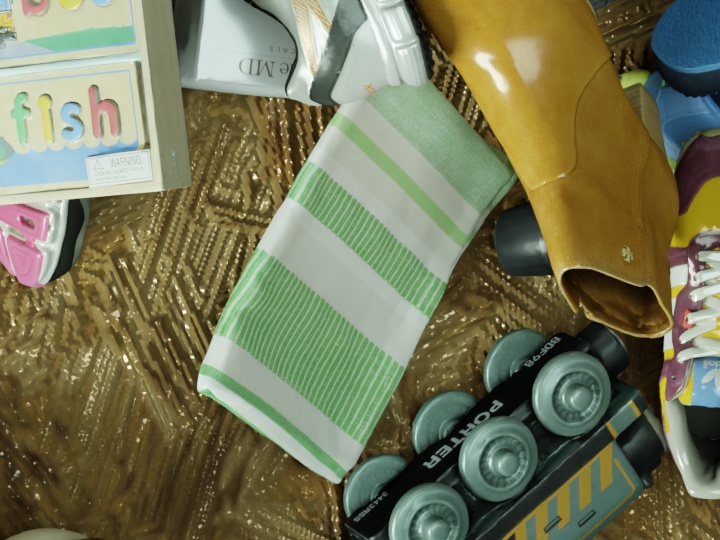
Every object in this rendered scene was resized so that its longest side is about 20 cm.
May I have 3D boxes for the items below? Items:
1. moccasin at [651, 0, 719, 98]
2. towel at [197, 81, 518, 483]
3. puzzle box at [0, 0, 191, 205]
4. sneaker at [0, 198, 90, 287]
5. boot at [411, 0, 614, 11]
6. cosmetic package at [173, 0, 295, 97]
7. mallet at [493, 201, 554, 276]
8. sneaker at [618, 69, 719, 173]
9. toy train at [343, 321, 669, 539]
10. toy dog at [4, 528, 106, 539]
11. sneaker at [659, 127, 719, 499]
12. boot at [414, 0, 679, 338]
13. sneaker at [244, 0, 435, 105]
[{"bbox_3d":[0.246,-0.137,1.432,0.199,0.081,0.068,-26,142,-6],"label":"moccasin"},{"bbox_3d":[0.000,0.000,1.433,0.201,0.023,0.152,-59,142,-7],"label":"towel"},{"bbox_3d":[-0.175,-0.099,1.345,0.025,0.199,0.134,-12,97,-57],"label":"puzzle box"},{"bbox_3d":[-0.141,-0.089,1.401,0.087,0.074,0.201,-7,110,-42],"label":"sneaker"},{"bbox_3d":[0.113,-0.206,1.467,0.199,0.070,0.132,-10,62,-4],"label":"boot"},{"bbox_3d":[-0.037,-0.191,1.429,0.101,0.071,0.201,5,92,-16],"label":"cosmetic package"},{"bbox_3d":[0.097,-0.093,1.483,0.041,0.066,0.201,15,63,-52],"label":"mallet"},{"bbox_3d":[0.217,-0.040,1.485,0.200,0.105,0.076,40,49,-13],"label":"sneaker"},{"bbox_3d":[0.078,0.119,1.477,0.200,0.085,0.114,-41,116,-14],"label":"toy train"},{"bbox_3d":[-0.213,0.176,1.378,0.199,0.140,0.195,9,54,-15],"label":"toy dog"},{"bbox_3d":[0.194,0.024,1.445,0.074,0.090,0.201,1,122,10],"label":"sneaker"},{"bbox_3d":[0.097,-0.062,1.361,0.201,0.071,0.145,37,40,-38],"label":"boot"},{"bbox_3d":[-0.034,-0.174,1.355,0.080,0.074,0.201,-21,88,7],"label":"sneaker"}]
